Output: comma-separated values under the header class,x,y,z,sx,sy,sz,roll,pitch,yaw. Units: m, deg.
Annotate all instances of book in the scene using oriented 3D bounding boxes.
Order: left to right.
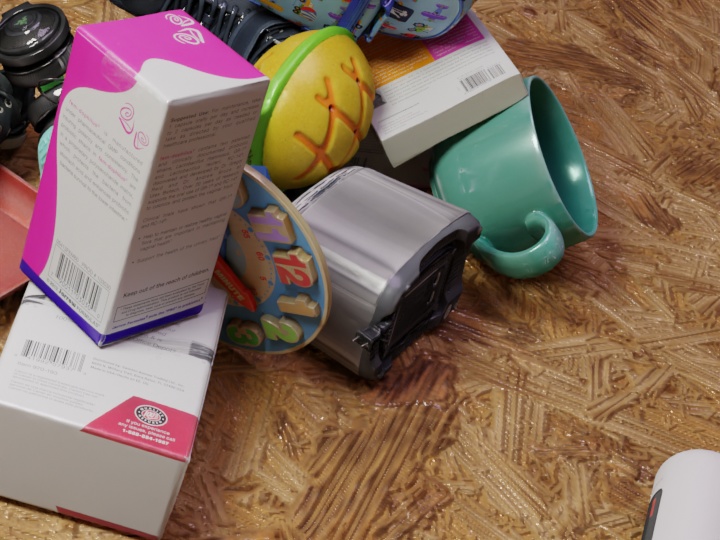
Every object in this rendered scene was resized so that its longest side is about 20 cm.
class,x,y,z,sx,sy,sz,roll,pitch,yaw
book,0.049,-0.187,1.691,0.133,0.048,0.201,-27,41,-1

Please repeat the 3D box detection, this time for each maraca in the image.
class,x,y,z,sx,sy,sz,roll,pitch,yaw
maraca,-0.057,-0.120,1.578,0.106,0.138,0.200,22,48,23

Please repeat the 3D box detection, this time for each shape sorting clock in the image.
class,x,y,z,sx,sy,sz,roll,pitch,yaw
shape sorting clock,-0.109,-0.014,1.439,0.198,0.201,0.039,27,48,10

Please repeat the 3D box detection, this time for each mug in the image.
class,x,y,z,sx,sy,sz,roll,pitch,yaw
mug,0.124,-0.077,1.678,0.153,0.113,0.185,68,21,-6

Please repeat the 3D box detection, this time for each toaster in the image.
class,x,y,z,sx,sy,sz,roll,pitch,yaw
toaster,0.000,0.000,1.552,0.128,0.115,0.200,28,37,18

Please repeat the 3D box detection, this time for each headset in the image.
class,x,y,z,sx,sy,sz,roll,pitch,yaw
headset,-0.233,-0.157,1.532,0.093,0.124,0.200,-28,19,-5

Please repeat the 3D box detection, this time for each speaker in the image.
class,x,y,z,sx,sy,sz,roll,pitch,yaw
speaker,0.240,0.219,1.398,0.080,0.082,0.200,22,35,3

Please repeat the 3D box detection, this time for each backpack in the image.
class,x,y,z,sx,sy,sz,roll,pitch,yaw
backpack,0.016,-0.265,1.623,0.199,0.182,0.136,29,64,-12

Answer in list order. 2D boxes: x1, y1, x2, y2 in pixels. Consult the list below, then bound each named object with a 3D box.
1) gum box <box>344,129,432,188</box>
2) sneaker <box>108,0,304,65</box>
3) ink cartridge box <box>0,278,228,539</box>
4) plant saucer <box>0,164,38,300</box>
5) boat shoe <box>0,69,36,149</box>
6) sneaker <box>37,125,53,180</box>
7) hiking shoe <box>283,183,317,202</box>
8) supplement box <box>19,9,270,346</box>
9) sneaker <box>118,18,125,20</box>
class,x,y,z,sx,sy,sz,roll,pitch,yaw
gum box,-0.024,-0.142,1.771,0.198,0.067,0.114,4,38,-22
sneaker,-0.121,-0.213,1.669,0.201,0.077,0.147,8,35,-41
ink cartridge box,-0.184,0.080,1.368,0.144,0.084,0.201,17,33,-6
plant saucer,-0.337,-0.030,1.484,0.199,0.037,0.199,33,36,17
boat shoe,-0.306,-0.134,1.553,0.074,0.067,0.199,30,11,7
sneaker,-0.181,-0.064,1.533,0.200,0.077,0.092,37,22,-37
hiking shoe,-0.129,-0.106,1.661,0.200,0.076,0.100,39,35,23
supplement box,-0.152,-0.066,1.332,0.103,0.201,0.101,-19,49,-44
sneaker,-0.208,-0.108,1.639,0.074,0.088,0.202,20,51,-40
